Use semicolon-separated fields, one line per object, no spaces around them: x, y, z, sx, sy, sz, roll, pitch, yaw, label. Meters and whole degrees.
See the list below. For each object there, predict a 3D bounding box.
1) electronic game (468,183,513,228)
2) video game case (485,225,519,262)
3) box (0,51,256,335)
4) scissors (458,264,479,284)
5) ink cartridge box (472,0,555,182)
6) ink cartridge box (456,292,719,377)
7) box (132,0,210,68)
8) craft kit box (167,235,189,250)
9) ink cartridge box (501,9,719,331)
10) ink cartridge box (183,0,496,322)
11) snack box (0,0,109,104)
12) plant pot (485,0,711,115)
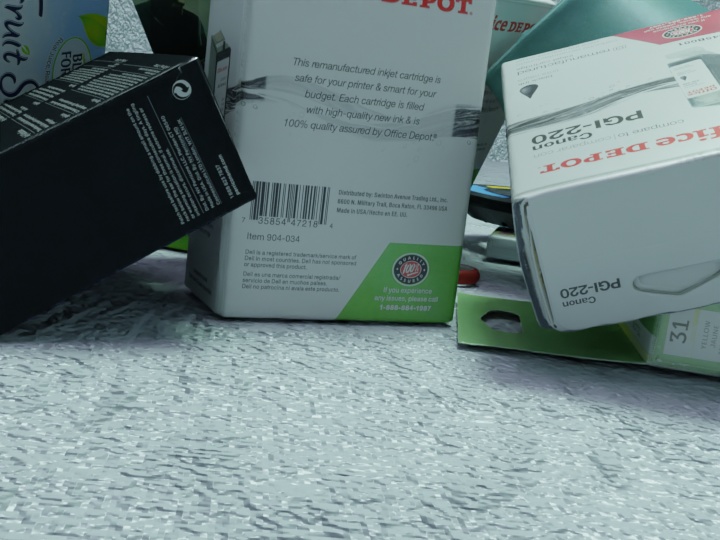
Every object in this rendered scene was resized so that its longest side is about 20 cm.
0.186;-0.060;1.007;0.199;0.042;0.200;8;9;-1;electronic game
0.221;-0.016;0.971;0.199;0.022;0.182;10;9;11;video game case
-0.158;-0.052;0.562;0.141;0.079;0.200;-27;21;-16;box
0.000;0.000;0.745;0.199;0.014;0.073;-2;15;-38;scissors
0.057;-0.148;0.878;0.084;0.201;0.145;38;28;27;ink cartridge box
0.158;0.021;0.622;0.199;0.048;0.146;10;10;3;ink cartridge box
-0.061;-0.145;0.684;0.144;0.201;0.036;-11;22;21;box
-0.146;-0.054;0.871;0.199;0.049;0.197;9;12;16;craft kit box
0.156;-0.063;0.593;0.145;0.085;0.200;-12;30;12;ink cartridge box
-0.014;-0.077;0.610;0.145;0.201;0.084;3;10;-23;ink cartridge box
-0.247;-0.132;0.664;0.168;0.201;0.068;-15;45;-38;snack box
0.199;-0.118;0.781;0.188;0.200;0.200;49;11;-1;plant pot
